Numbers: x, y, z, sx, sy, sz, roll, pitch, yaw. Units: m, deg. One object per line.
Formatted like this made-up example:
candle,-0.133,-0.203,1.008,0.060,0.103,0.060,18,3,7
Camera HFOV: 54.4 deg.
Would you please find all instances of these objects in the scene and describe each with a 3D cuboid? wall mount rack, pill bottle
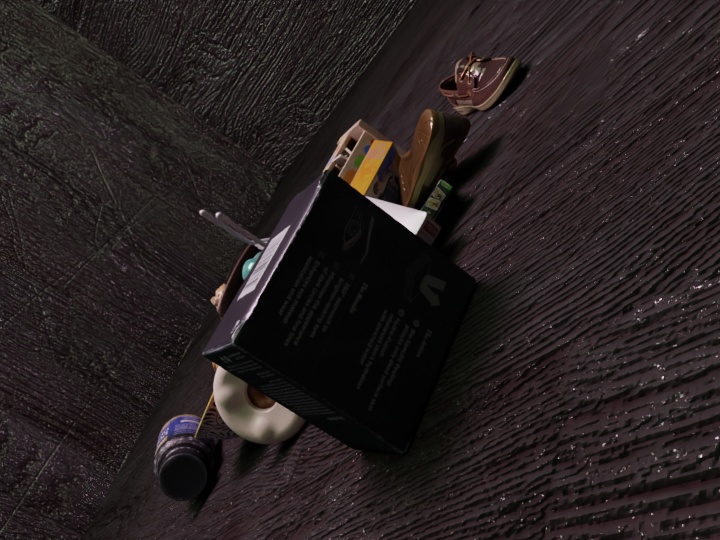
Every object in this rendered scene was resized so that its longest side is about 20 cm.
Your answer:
wall mount rack,-0.143,-0.064,1.063,0.200,0.172,0.076,-168,69,-65
pill bottle,-0.326,0.347,1.305,0.113,0.111,0.200,-57,13,-2

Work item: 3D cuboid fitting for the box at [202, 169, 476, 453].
box,-0.018,0.047,0.706,0.117,0.199,0.198,-25,33,61

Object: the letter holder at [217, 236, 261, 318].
letter holder,-0.163,0.037,1.306,0.100,0.143,0.201,-10,40,29

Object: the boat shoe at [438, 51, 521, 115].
boat shoe,0.173,-0.291,1.069,0.073,0.072,0.200,-57,13,-3

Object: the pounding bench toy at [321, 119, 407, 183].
pounding bench toy,-0.018,-0.162,1.343,0.157,0.124,0.200,-61,14,-15

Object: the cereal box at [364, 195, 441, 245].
cereal box,-0.004,0.007,0.869,0.143,0.039,0.202,20,78,48

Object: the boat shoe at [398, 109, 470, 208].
boat shoe,0.103,-0.149,0.994,0.201,0.071,0.073,109,156,-56

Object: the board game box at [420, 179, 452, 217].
board game box,0.058,-0.029,0.935,0.201,0.023,0.105,-56,-6,5

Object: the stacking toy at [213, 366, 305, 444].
stacking toy,-0.119,0.155,1.051,0.147,0.146,0.200,-53,-3,16

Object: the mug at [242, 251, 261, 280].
mug,-0.103,0.042,1.104,0.185,0.113,0.154,-34,-61,-71

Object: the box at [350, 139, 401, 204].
box,0.015,-0.083,1.073,0.041,0.119,0.202,11,64,32

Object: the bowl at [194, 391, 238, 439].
bowl,-0.186,0.198,1.150,0.201,0.093,0.203,-155,90,-85

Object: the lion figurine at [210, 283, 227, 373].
lion figurine,-0.239,0.133,1.297,0.072,0.123,0.202,-11,50,9
